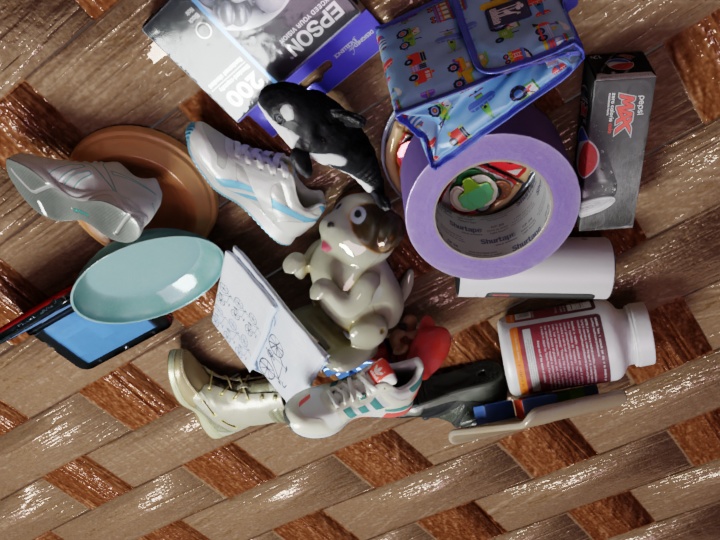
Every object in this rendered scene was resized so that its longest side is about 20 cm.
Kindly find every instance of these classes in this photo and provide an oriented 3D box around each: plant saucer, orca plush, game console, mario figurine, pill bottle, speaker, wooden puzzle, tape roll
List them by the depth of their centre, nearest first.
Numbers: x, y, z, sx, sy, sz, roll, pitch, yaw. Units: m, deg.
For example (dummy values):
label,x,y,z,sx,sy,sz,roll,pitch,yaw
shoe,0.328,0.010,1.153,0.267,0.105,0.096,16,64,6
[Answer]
label,x,y,z,sx,sy,sz,roll,pitch,yaw
orca plush,-0.020,-0.144,0.858,0.071,0.106,0.200,-12,127,45
tape roll,0.146,-0.092,0.888,0.198,0.085,0.201,-1,131,-1
plant saucer,-0.283,-0.089,0.986,0.198,0.038,0.202,1,130,2
plant saucer,-0.274,0.002,0.989,0.198,0.036,0.200,-21,155,-10
speaker,0.222,-0.005,1.000,0.198,0.082,0.082,1,129,1
pill bottle,0.296,0.104,1.063,0.198,0.114,0.114,-11,128,12
game console,-0.403,0.091,1.091,0.199,0.172,0.119,-27,97,22
wooden puzzle,0.244,0.198,1.091,0.184,0.047,0.200,-6,164,-29
mario figurine,0.035,0.101,1.099,0.198,0.123,0.107,-12,104,26

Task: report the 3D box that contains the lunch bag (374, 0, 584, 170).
label,x,y,z,sx,sy,sz,roll,pitch,yaw
lunch bag,0.128,-0.221,0.779,0.199,0.152,0.094,-26,137,18

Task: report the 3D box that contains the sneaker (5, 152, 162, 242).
label,x,y,z,sx,sy,sz,roll,pitch,yaw
sneaker,-0.328,-0.098,0.918,0.199,0.081,0.071,21,138,11

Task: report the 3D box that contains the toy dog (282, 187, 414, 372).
label,x,y,z,sx,sy,sz,roll,pitch,yaw
toy dog,0.000,0.000,0.976,0.192,0.140,0.202,-14,128,-21

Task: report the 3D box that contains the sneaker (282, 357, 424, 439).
label,x,y,z,sx,sy,sz,roll,pitch,yaw
sneaker,-0.004,0.149,0.976,0.198,0.071,0.094,-5,137,-33

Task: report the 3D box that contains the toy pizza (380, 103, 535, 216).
label,x,y,z,sx,sy,sz,roll,pitch,yaw
toy pizza,0.123,-0.140,0.926,0.198,0.032,0.202,1,129,2

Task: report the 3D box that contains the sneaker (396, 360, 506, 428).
label,x,y,z,sx,sy,sz,roll,pitch,yaw
sneaker,0.131,0.214,1.185,0.197,0.076,0.115,-14,121,8

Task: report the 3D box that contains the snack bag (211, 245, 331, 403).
label,x,y,z,sx,sy,sz,roll,pitch,yaw
snack bag,-0.128,0.090,1.032,0.200,0.021,0.189,48,145,15

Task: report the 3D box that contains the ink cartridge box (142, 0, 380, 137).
label,x,y,z,sx,sy,sz,roll,pitch,yaw
ink cartridge box,-0.099,-0.257,0.836,0.197,0.044,0.200,-34,122,26

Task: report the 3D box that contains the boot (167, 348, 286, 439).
label,x,y,z,sx,sy,sz,roll,pitch,yaw
boot,-0.194,0.179,1.177,0.153,0.072,0.201,-12,133,13

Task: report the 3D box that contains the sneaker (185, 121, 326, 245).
label,x,y,z,sx,sy,sz,roll,pitch,yaw
sneaker,-0.127,-0.119,0.936,0.081,0.077,0.200,-36,126,20

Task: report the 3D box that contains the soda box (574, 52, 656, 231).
label,x,y,z,sx,sy,sz,roll,pitch,yaw
soda box,0.289,-0.145,0.893,0.070,0.064,0.201,-3,128,5
